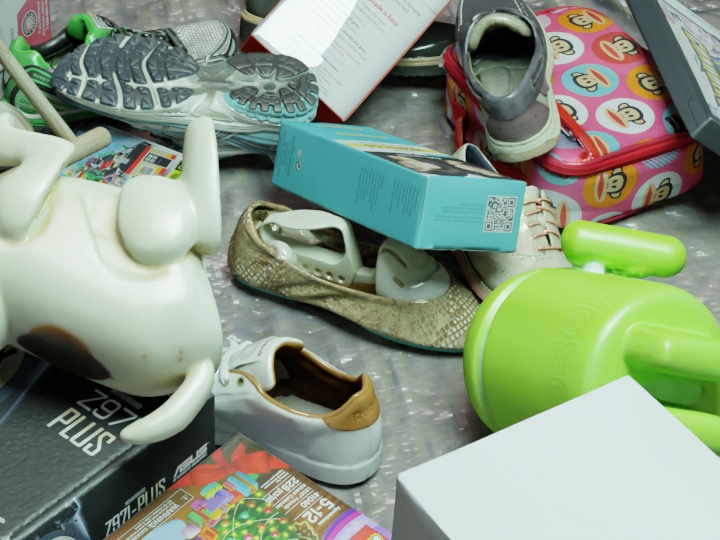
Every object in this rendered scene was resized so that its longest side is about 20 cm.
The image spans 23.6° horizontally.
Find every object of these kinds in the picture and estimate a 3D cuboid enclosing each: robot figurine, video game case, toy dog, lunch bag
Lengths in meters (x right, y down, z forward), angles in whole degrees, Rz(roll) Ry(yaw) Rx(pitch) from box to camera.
[{"bbox_3d":[0.139,0.059,1.038,0.115,0.176,0.200,8,1,-32],"label":"robot figurine"},{"bbox_3d":[0.293,-0.122,1.308,0.180,0.026,0.200,29,29,-28],"label":"video game case"},{"bbox_3d":[-0.183,0.010,0.979,0.199,0.140,0.195,-1,74,-11],"label":"toy dog"},{"bbox_3d":[0.152,-0.117,1.330,0.176,0.082,0.200,-19,43,-19],"label":"lunch bag"}]

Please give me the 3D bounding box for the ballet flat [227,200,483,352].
[{"bbox_3d":[0.000,0.000,1.176,0.199,0.066,0.071,15,39,13],"label":"ballet flat"}]

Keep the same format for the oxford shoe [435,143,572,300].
[{"bbox_3d":[0.109,-0.017,1.186,0.071,0.074,0.200,6,29,-47],"label":"oxford shoe"}]

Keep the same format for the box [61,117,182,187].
[{"bbox_3d":[-0.209,-0.032,1.224,0.110,0.035,0.200,21,42,21],"label":"box"}]

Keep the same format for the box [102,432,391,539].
[{"bbox_3d":[-0.083,0.186,0.954,0.137,0.039,0.200,30,45,25],"label":"box"}]

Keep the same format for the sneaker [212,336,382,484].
[{"bbox_3d":[-0.079,0.065,1.075,0.199,0.085,0.073,13,41,14],"label":"sneaker"}]

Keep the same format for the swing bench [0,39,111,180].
[{"bbox_3d":[-0.306,-0.059,1.103,0.198,0.130,0.200,-4,40,48],"label":"swing bench"}]

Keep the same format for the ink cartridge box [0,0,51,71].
[{"bbox_3d":[-0.339,-0.213,1.351,0.085,0.146,0.200,26,44,24],"label":"ink cartridge box"}]

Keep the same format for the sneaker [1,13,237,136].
[{"bbox_3d":[-0.184,-0.161,1.348,0.199,0.085,0.078,-20,44,-28],"label":"sneaker"}]

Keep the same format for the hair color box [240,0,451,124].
[{"bbox_3d":[0.009,-0.217,1.352,0.101,0.061,0.200,43,79,-6],"label":"hair color box"}]

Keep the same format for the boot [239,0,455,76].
[{"bbox_3d":[0.002,-0.240,1.409,0.199,0.139,0.078,9,22,5],"label":"boot"}]

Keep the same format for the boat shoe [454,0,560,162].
[{"bbox_3d":[0.106,-0.163,1.276,0.072,0.065,0.200,-12,43,7],"label":"boat shoe"}]

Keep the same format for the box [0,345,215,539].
[{"bbox_3d":[-0.212,0.099,1.019,0.200,0.086,0.164,28,44,28],"label":"box"}]

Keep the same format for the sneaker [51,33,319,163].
[{"bbox_3d":[-0.134,-0.115,1.295,0.199,0.087,0.078,8,48,-2],"label":"sneaker"}]

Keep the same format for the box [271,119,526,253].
[{"bbox_3d":[0.022,-0.060,1.187,0.082,0.049,0.200,2,13,-32],"label":"box"}]

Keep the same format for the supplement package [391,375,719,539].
[{"bbox_3d":[0.120,0.199,0.828,0.147,0.201,0.191,-20,45,-27],"label":"supplement package"}]
